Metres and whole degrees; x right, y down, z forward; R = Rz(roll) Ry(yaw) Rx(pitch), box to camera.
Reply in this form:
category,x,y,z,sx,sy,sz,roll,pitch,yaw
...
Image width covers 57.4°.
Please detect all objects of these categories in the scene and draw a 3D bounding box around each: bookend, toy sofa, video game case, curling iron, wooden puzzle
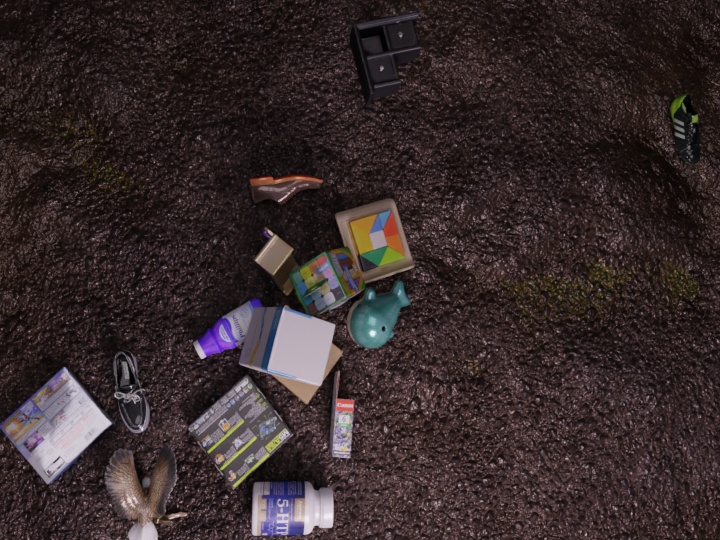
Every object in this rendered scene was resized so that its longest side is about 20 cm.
category,x,y,z,sx,sy,sz,roll,pitch,yaw
bookend,0.087,-0.587,1.828,0.192,0.092,0.207,-13,84,-10
toy sofa,-0.209,-0.019,1.644,0.097,0.201,0.084,36,79,14
video game case,-0.730,0.371,1.590,0.199,0.045,0.182,-42,90,-12
curling iron,0.000,0.000,1.758,0.048,0.026,0.206,16,79,-8
wooden puzzle,0.041,-0.081,1.756,0.180,0.037,0.206,-17,83,-22

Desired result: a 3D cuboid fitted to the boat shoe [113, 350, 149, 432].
category,x,y,z,sx,sy,sz,roll,pitch,yaw
boat shoe,-0.565,0.297,1.613,0.071,0.068,0.206,-8,83,-9

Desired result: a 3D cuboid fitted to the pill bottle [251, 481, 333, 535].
category,x,y,z,sx,sy,sz,roll,pitch,yaw
pill bottle,-0.165,0.577,1.600,0.193,0.120,0.124,1,81,-7

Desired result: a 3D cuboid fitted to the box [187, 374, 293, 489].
category,x,y,z,sx,sy,sz,roll,pitch,yaw
box,-0.299,0.400,1.647,0.199,0.047,0.195,-40,91,-13

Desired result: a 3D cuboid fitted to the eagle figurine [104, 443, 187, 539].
category,x,y,z,sx,sy,sz,roll,pitch,yaw
eagle figurine,-0.506,0.522,1.548,0.148,0.206,0.150,22,36,34

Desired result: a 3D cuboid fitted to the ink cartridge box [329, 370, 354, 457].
category,x,y,z,sx,sy,sz,roll,pitch,yaw
ink cartridge box,-0.045,0.359,1.655,0.049,0.109,0.207,5,80,-6

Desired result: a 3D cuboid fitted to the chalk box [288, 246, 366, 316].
category,x,y,z,sx,sy,sz,roll,pitch,yaw
chalk box,-0.088,0.030,1.638,0.123,0.199,0.127,-29,85,21

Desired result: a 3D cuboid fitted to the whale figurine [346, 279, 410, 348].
category,x,y,z,sx,sy,sz,roll,pitch,yaw
whale figurine,0.059,0.114,1.700,0.198,0.103,0.162,-36,117,-21

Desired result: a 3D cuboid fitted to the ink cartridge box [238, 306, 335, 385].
category,x,y,z,sx,sy,sz,roll,pitch,yaw
ink cartridge box,-0.179,0.178,1.576,0.144,0.198,0.151,20,77,-28

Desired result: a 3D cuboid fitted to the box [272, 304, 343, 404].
category,x,y,z,sx,sy,sz,roll,pitch,yaw
box,-0.167,0.216,1.704,0.198,0.021,0.165,38,78,-1

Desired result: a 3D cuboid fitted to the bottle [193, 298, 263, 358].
category,x,y,z,sx,sy,sz,roll,pitch,yaw
bottle,-0.327,0.152,1.670,0.196,0.065,0.085,-30,87,-11

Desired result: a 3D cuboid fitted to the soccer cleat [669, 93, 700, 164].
category,x,y,z,sx,sy,sz,roll,pitch,yaw
soccer cleat,0.960,-0.415,1.928,0.065,0.081,0.207,-9,83,-9

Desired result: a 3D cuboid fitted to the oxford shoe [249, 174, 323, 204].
category,x,y,z,sx,sy,sz,roll,pitch,yaw
oxford shoe,-0.195,-0.216,1.753,0.193,0.071,0.076,-4,101,-4
